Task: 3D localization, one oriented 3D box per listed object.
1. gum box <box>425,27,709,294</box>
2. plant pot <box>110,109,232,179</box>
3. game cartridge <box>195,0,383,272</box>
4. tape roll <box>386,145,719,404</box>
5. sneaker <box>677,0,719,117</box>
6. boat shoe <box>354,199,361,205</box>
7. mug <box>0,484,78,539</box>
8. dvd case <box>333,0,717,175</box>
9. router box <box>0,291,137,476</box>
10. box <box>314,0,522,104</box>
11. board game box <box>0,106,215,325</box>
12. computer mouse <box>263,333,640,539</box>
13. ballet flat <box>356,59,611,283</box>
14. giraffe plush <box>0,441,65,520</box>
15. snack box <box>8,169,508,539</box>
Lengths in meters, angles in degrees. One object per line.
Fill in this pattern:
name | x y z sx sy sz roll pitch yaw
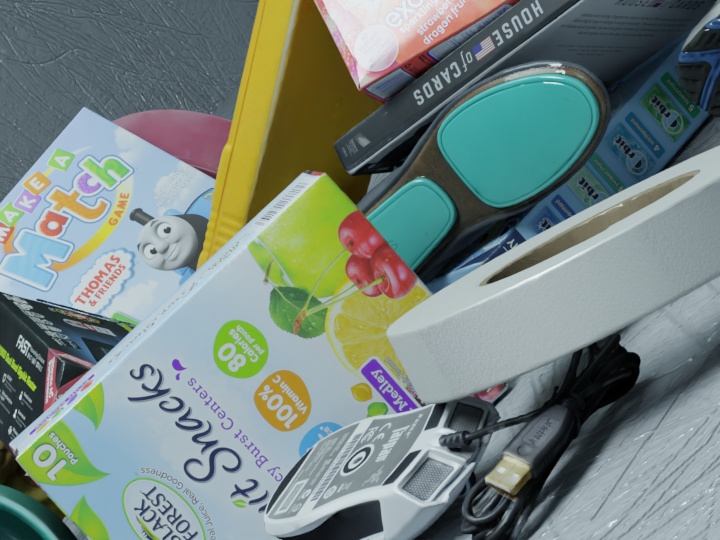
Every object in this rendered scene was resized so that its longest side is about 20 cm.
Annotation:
gum box | 0.100 -0.040 1.313 0.200 0.045 0.170 -48 12 -25
plant pot | -0.127 0.023 1.574 0.200 0.200 0.179 -34 29 42
game cartridge | -0.026 -0.101 1.371 0.176 0.032 0.200 -26 -44 -62
tape roll | 0.107 -0.004 1.001 0.203 0.037 0.203 -27 3 1
sneaker | 0.241 -0.157 1.168 0.200 0.076 0.077 -34 17 36
boat shoe | 0.000 0.000 1.393 0.063 0.073 0.200 19 40 37
mug | -0.224 0.198 1.230 0.185 0.152 0.114 -45 -1 -3
dvd case | 0.100 -0.112 1.240 0.200 0.025 0.150 -36 -16 32
router box | -0.121 0.073 1.246 0.200 0.150 0.062 29 101 66
box | 0.053 -0.146 1.284 0.103 0.095 0.200 -29 -14 15
board game box | -0.138 0.000 1.464 0.151 0.200 0.037 -53 -21 -25
computer mouse | 0.033 0.090 1.021 0.200 0.044 0.110 -21 27 51
ballet flat | 0.059 -0.052 1.213 0.200 0.073 0.073 -40 9 33
giraffe plush | -0.237 0.179 1.366 0.200 0.172 0.162 -21 61 41
snack box | -0.048 0.070 1.122 0.200 0.142 0.053 -43 10 -7
